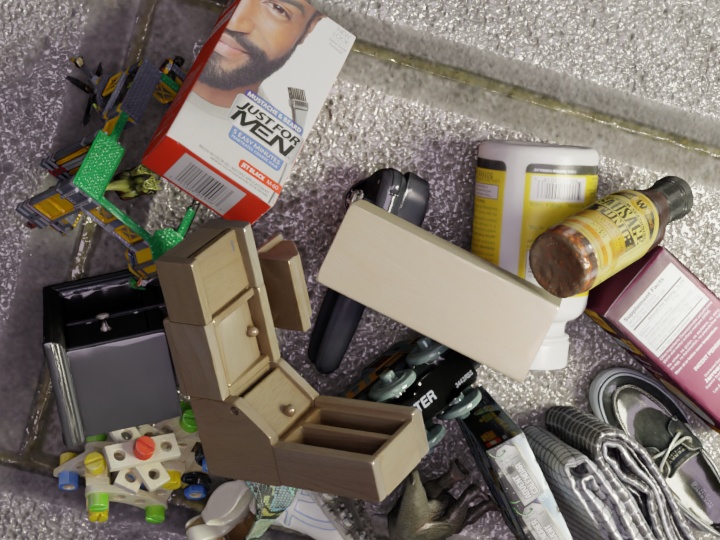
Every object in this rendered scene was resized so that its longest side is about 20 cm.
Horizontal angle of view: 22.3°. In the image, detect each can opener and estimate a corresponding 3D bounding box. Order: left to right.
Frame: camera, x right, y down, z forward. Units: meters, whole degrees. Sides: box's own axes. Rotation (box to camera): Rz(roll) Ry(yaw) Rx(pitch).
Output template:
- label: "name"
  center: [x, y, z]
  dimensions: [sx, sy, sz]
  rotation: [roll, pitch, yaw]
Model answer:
- label: "can opener"
  center: [0.000, 0.000, 1.657]
  dimensions: [0.078, 0.063, 0.201]
  rotation: [23, 93, -11]

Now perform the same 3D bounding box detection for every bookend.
- label: "bookend"
  center: [-0.168, 0.059, 1.566]
  dimensions: [0.198, 0.200, 0.093]
  rotation: [-12, 105, -6]

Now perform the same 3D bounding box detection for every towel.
- label: "towel"
  center: [0.241, 0.220, 1.672]
  dimensions: [0.085, 0.166, 0.200]
  rotation: [-38, 101, -7]

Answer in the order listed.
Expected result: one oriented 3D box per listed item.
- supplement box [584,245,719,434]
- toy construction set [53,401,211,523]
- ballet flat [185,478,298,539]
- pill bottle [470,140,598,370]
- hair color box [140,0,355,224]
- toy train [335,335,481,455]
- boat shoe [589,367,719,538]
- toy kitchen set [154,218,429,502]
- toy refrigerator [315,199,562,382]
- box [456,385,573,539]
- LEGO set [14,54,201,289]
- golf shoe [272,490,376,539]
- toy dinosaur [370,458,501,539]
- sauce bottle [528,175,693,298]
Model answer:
- label: "supplement box"
  center: [0.305, 0.067, 1.688]
  dimensions: [0.200, 0.110, 0.086]
  rotation: [42, 89, -11]
- label: "toy construction set"
  center: [-0.188, 0.164, 1.592]
  dimensions: [0.131, 0.200, 0.093]
  rotation: [7, 72, -17]
- label: "ballet flat"
  center: [-0.119, 0.220, 1.617]
  dimensions: [0.074, 0.074, 0.200]
  rotation: [22, 132, -11]
- label: "pill bottle"
  center: [0.154, -0.015, 1.655]
  dimensions: [0.111, 0.111, 0.201]
  rotation: [3, 96, -9]
- label: "hair color box"
  center: [-0.094, -0.149, 1.572]
  dimensions: [0.111, 0.064, 0.201]
  rotation: [33, 56, -15]
- label: "toy train"
  center: [0.022, 0.127, 1.621]
  dimensions: [0.200, 0.114, 0.085]
  rotation: [-39, 105, -32]
- label: "boat shoe"
  center: [0.297, 0.171, 1.720]
  dimensions: [0.072, 0.071, 0.200]
  rotation: [-44, 100, -1]
- label: "toy kitchen set"
  center: [-0.035, 0.052, 1.496]
  dimensions: [0.180, 0.163, 0.201]
  rotation: [5, 120, 33]
- label: "toy refrigerator"
  center: [0.069, 0.016, 1.584]
  dimensions: [0.199, 0.070, 0.076]
  rotation: [26, 99, 5]
- label: "box"
  center: [0.138, 0.190, 1.632]
  dimensions: [0.040, 0.200, 0.137]
  rotation: [-26, 99, -2]
- label: "LEGO set"
  center: [-0.207, -0.083, 1.590]
  dimensions: [0.154, 0.116, 0.201]
  rotation: [31, 59, -31]
- label: "golf shoe"
  center: [-0.068, 0.206, 1.680]
  dimensions: [0.097, 0.078, 0.200]
  rotation: [-37, 99, 18]
- label: "toy dinosaur"
  center: [0.062, 0.218, 1.619]
  dimensions: [0.102, 0.200, 0.077]
  rotation: [-42, 82, 2]
- label: "sauce bottle"
  center: [0.226, -0.037, 1.601]
  dimensions: [0.200, 0.066, 0.066]
  rotation: [-31, 104, -45]
